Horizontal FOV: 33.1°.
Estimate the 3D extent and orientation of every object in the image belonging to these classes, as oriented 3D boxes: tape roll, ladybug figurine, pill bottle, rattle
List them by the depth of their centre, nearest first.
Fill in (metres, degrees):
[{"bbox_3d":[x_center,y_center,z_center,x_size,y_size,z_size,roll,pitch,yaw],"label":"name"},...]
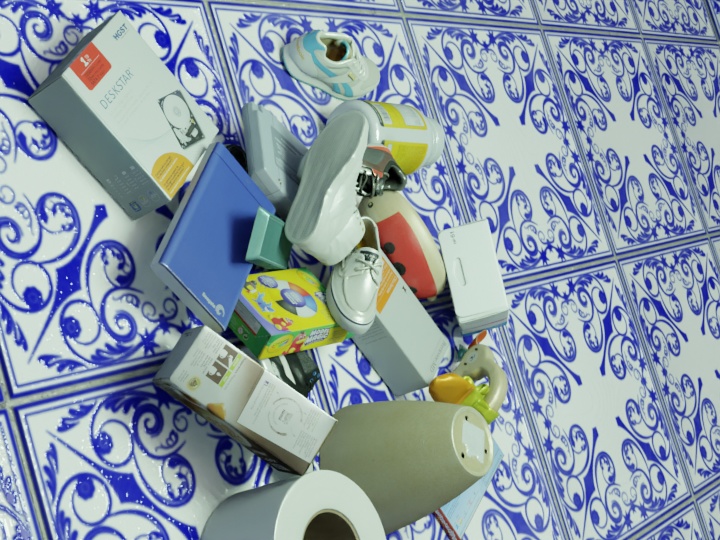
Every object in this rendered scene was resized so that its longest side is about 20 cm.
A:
[{"bbox_3d":[-0.079,0.355,1.465,0.201,0.138,0.206,25,55,-42],"label":"tape roll"},{"bbox_3d":[0.057,-0.035,1.830,0.072,0.135,0.202,-36,100,-22],"label":"ladybug figurine"},{"bbox_3d":[0.145,0.142,1.858,0.142,0.130,0.202,28,47,-22],"label":"rattle"},{"bbox_3d":[0.043,-0.205,1.896,0.199,0.111,0.114,-3,75,-51],"label":"pill bottle"}]

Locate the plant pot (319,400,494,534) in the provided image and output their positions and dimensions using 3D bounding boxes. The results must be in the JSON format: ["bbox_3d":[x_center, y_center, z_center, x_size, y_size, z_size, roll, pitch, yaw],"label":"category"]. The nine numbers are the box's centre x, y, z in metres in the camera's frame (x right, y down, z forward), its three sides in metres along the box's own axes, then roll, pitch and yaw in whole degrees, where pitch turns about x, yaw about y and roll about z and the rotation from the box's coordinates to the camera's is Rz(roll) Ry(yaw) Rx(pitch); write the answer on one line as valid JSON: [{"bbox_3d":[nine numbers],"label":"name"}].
[{"bbox_3d":[0.078,0.253,1.653,0.186,0.198,0.190,26,54,-41],"label":"plant pot"}]

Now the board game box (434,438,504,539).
[{"bbox_3d":[0.158,0.311,1.868,0.104,0.019,0.200,58,39,-16],"label":"board game box"}]

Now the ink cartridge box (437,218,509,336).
[{"bbox_3d":[0.178,0.015,1.901,0.200,0.083,0.147,50,26,-79],"label":"ink cartridge box"}]

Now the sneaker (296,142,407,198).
[{"bbox_3d":[-0.003,-0.142,1.719,0.198,0.078,0.082,-8,42,-48],"label":"sneaker"}]

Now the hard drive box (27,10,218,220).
[{"bbox_3d":[-0.292,-0.193,1.515,0.200,0.076,0.157,49,41,-23],"label":"hard drive box"}]

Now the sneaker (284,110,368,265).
[{"bbox_3d":[-0.029,-0.108,1.653,0.115,0.073,0.202,40,72,-55],"label":"sneaker"}]

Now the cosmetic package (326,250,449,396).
[{"bbox_3d":[0.039,0.075,1.793,0.201,0.071,0.102,53,40,-20],"label":"cosmetic package"}]

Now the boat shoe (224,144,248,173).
[{"bbox_3d":[-0.176,-0.096,1.617,0.074,0.066,0.201,43,45,-28],"label":"boat shoe"}]

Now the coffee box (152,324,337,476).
[{"bbox_3d":[-0.140,0.157,1.451,0.199,0.114,0.080,37,74,-13],"label":"coffee box"}]

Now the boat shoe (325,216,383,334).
[{"bbox_3d":[0.000,0.000,1.663,0.070,0.070,0.201,23,37,-13],"label":"boat shoe"}]

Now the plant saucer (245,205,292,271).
[{"bbox_3d":[-0.115,-0.037,1.597,0.200,0.019,0.071,31,73,-81],"label":"plant saucer"}]

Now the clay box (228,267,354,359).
[{"bbox_3d":[-0.094,0.053,1.621,0.115,0.048,0.199,45,31,25],"label":"clay box"}]

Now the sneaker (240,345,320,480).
[{"bbox_3d":[-0.082,0.181,1.595,0.111,0.073,0.203,-18,86,-51],"label":"sneaker"}]

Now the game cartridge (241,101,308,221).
[{"bbox_3d":[-0.103,-0.134,1.699,0.200,0.040,0.135,41,32,-55],"label":"game cartridge"}]

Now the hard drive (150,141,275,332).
[{"bbox_3d":[-0.180,-0.043,1.519,0.132,0.025,0.202,51,44,-36],"label":"hard drive"}]

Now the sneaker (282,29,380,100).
[{"bbox_3d":[-0.028,-0.322,1.890,0.199,0.080,0.078,5,67,-50],"label":"sneaker"}]
